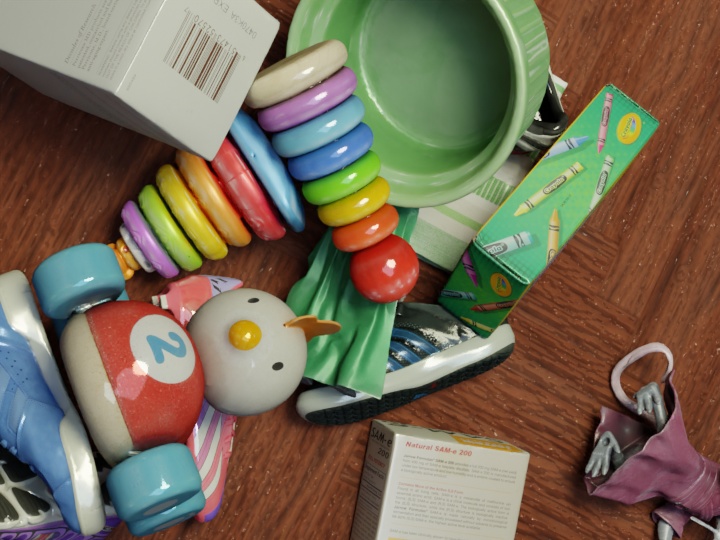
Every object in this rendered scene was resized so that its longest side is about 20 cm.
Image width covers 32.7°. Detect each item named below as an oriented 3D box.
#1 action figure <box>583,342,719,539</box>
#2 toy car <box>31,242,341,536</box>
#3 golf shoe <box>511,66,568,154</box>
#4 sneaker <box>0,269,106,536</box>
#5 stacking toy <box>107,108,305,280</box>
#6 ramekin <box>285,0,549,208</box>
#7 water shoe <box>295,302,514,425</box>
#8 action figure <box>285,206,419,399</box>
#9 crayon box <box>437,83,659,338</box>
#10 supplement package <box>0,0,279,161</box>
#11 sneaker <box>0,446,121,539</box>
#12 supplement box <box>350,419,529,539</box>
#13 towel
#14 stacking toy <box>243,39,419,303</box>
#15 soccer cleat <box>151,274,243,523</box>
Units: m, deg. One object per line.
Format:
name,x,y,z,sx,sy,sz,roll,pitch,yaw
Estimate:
action figure,0.290,0.188,1.124,0.200,0.134,0.150,34,40,-27
toy car,-0.107,0.063,0.888,0.199,0.177,0.185,-21,75,-12
golf shoe,0.114,-0.193,1.015,0.072,0.092,0.201,-34,98,-16
sneaker,-0.256,0.106,0.856,0.111,0.077,0.201,-20,76,-17
stacking toy,-0.148,-0.035,0.972,0.199,0.110,0.116,-34,86,-2
ramekin,0.050,-0.158,0.954,0.098,0.199,0.201,-37,106,-55
water shoe,0.031,0.071,1.050,0.199,0.072,0.079,-18,70,-14
action figure,0.000,0.000,1.004,0.117,0.055,0.201,15,76,21
crayon box,0.155,-0.048,1.015,0.058,0.119,0.200,39,65,8
supplement package,-0.181,-0.177,0.884,0.117,0.199,0.118,33,81,-57
sneaker,-0.251,0.184,0.897,0.199,0.081,0.084,15,114,-48
supplement box,0.058,0.239,1.050,0.125,0.073,0.201,12,89,-16
towel,0.083,-0.107,1.070,0.152,0.023,0.201,25,85,-17
stacking toy,-0.010,-0.067,0.924,0.085,0.085,0.201,-30,105,-13
soccer cleat,-0.122,0.103,0.998,0.076,0.067,0.202,-7,92,-21
